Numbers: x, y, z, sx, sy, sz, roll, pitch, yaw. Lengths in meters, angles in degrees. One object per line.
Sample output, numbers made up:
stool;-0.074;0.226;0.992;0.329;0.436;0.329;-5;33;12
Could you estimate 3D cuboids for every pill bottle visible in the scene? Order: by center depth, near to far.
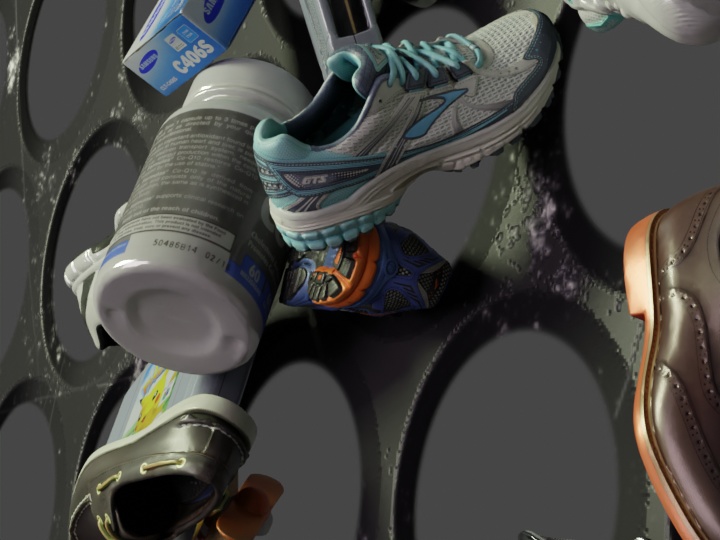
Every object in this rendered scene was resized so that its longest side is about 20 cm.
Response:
pill bottle;-0.096;-0.041;1.180;0.114;0.113;0.201;-39;26;46

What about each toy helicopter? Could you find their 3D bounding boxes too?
toy helicopter;-0.095;0.169;1.207;0.201;0.078;0.132;-92;26;-43

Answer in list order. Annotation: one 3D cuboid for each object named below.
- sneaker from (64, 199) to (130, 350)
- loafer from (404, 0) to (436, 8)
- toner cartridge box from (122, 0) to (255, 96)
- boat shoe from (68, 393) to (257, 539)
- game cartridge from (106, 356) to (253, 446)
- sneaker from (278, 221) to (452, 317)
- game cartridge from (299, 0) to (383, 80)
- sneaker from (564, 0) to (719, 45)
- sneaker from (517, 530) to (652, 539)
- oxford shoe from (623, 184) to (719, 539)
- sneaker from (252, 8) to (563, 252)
sneaker;-0.165;-0.003;1.389;0.200;0.073;0.080;-42;61;51
loafer;0.005;-0.253;1.179;0.072;0.063;0.201;-58;37;32
toner cartridge box;-0.093;-0.225;1.270;0.095;0.043;0.201;-28;31;53
boat shoe;-0.143;0.149;1.166;0.201;0.072;0.061;-40;22;44
game cartridge;-0.133;0.096;1.264;0.200;0.040;0.134;-45;18;45
sneaker;0.000;0.000;1.103;0.200;0.078;0.076;-149;77;-75
game cartridge;-0.025;-0.198;1.139;0.133;0.040;0.201;148;106;-82
sneaker;0.142;-0.158;0.935;0.200;0.075;0.089;-112;31;-50
sneaker;0.089;0.196;0.897;0.200;0.075;0.115;-26;58;46
oxford shoe;0.171;0.049;0.812;0.072;0.071;0.201;-35;51;42
sneaker;0.028;-0.095;0.994;0.200;0.087;0.078;-37;36;-12
